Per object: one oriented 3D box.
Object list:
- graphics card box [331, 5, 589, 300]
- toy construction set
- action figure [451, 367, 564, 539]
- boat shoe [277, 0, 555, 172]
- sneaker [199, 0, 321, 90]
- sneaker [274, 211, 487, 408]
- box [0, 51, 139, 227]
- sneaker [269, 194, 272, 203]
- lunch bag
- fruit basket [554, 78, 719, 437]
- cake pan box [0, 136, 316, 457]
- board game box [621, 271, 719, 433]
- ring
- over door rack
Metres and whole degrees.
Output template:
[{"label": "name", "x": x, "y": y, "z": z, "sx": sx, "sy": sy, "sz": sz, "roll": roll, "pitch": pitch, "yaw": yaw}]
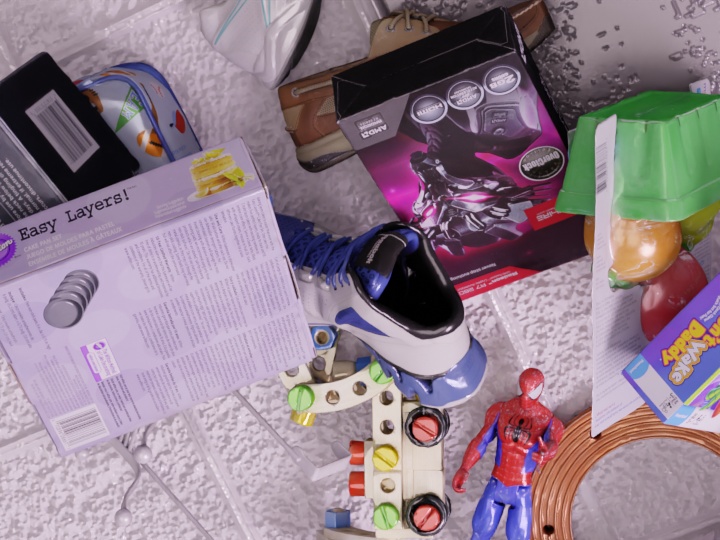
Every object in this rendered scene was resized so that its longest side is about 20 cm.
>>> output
[{"label": "graphics card box", "x": 0.078, "y": -0.070, "z": 1.172, "sx": 0.125, "sy": 0.051, "sz": 0.200, "roll": -20, "pitch": 134, "yaw": 14}, {"label": "toy construction set", "x": -0.001, "y": 0.134, "z": 1.271, "sx": 0.131, "sy": 0.092, "sz": 0.200, "roll": -1, "pitch": 106, "yaw": 8}, {"label": "action figure", "x": 0.097, "y": 0.168, "z": 1.247, "sx": 0.065, "sy": 0.099, "sz": 0.200, "roll": 14, "pitch": 102, "yaw": 18}, {"label": "boat shoe", "x": 0.031, "y": -0.138, "z": 1.201, "sx": 0.200, "sy": 0.076, "sz": 0.074, "roll": -27, "pitch": 96, "yaw": 14}, {"label": "sneaker", "x": -0.046, "y": -0.223, "z": 1.193, "sx": 0.080, "sy": 0.070, "sz": 0.201, "roll": 30, "pitch": 109, "yaw": 4}, {"label": "sneaker", "x": 0.001, "y": 0.000, "z": 1.196, "sx": 0.199, "sy": 0.081, "sz": 0.115, "roll": 30, "pitch": 152, "yaw": 23}, {"label": "box", "x": -0.264, "y": -0.031, "z": 1.162, "sx": 0.200, "sy": 0.148, "sz": 0.107, "roll": -35, "pitch": 102, "yaw": 16}, {"label": "sneaker", "x": -0.153, "y": -0.005, "z": 1.203, "sx": 0.200, "sy": 0.070, "sz": 0.078, "roll": -41, "pitch": 70, "yaw": 2}, {"label": "lunch bag", "x": -0.204, "y": -0.045, "z": 1.267, "sx": 0.200, "sy": 0.076, "sz": 0.160, "roll": -24, "pitch": 102, "yaw": 14}, {"label": "fruit basket", "x": 0.186, "y": -0.014, "z": 1.162, "sx": 0.094, "sy": 0.185, "sz": 0.200, "roll": 14, "pitch": 113, "yaw": 31}, {"label": "cake pan box", "x": -0.131, "y": 0.024, "z": 1.115, "sx": 0.184, "sy": 0.052, "sz": 0.200, "roll": -21, "pitch": 144, "yaw": -4}, {"label": "board game box", "x": 0.267, "y": 0.044, "z": 1.149, "sx": 0.134, "sy": 0.200, "sz": 0.045, "roll": -48, "pitch": 60, "yaw": 18}, {"label": "ring", "x": 0.217, "y": 0.180, "z": 1.285, "sx": 0.200, "sy": 0.019, "sz": 0.201, "roll": 3, "pitch": 107, "yaw": 9}, {"label": "over door rack", "x": -0.116, "y": 0.134, "z": 1.260, "sx": 0.200, "sy": 0.067, "sz": 0.148, "roll": 36, "pitch": 129, "yaw": 18}]
